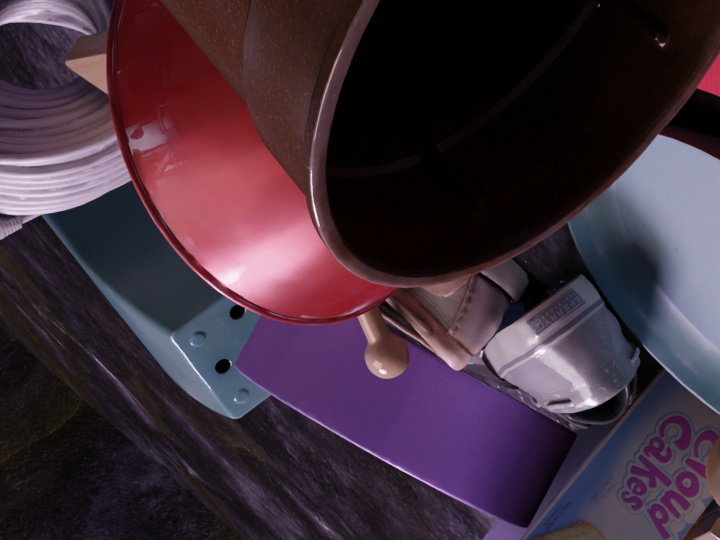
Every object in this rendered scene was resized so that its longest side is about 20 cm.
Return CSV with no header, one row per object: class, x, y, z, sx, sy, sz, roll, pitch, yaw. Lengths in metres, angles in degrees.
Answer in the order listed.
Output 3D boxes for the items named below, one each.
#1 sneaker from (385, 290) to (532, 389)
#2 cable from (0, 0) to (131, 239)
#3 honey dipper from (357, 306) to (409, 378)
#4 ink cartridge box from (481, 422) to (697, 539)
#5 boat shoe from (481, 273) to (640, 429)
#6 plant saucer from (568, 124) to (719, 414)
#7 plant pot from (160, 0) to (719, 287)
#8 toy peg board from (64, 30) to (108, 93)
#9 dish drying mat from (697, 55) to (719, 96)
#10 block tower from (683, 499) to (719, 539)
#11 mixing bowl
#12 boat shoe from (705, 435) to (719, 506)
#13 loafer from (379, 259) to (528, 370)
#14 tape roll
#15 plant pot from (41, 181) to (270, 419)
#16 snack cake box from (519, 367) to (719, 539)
sneaker,0.029,0.011,1.071,0.200,0.073,0.082,37,168,31
cable,-0.201,-0.132,1.053,0.069,0.199,0.200,95,150,-64
honey dipper,-0.022,-0.036,0.819,0.038,0.038,0.200,13,129,62
ink cartridge box,0.179,0.222,1.095,0.146,0.147,0.200,33,161,36
boat shoe,0.111,0.053,0.904,0.072,0.070,0.201,56,-179,8
plant saucer,0.174,0.009,0.767,0.200,0.027,0.200,42,161,19
plant pot,0.004,-0.134,0.579,0.198,0.200,0.200,45,167,29
toy peg board,-0.031,-0.103,0.939,0.199,0.098,0.200,34,169,-24
dish drying mat,0.132,-0.095,0.647,0.200,0.018,0.077,27,156,45
block tower,0.272,0.183,0.904,0.200,0.054,0.058,37,161,4
mixing bowl,0.001,-0.084,0.736,0.108,0.200,0.200,-17,120,46
boat shoe,0.265,0.139,0.844,0.200,0.073,0.063,35,-154,19
loafer,0.000,0.000,0.898,0.072,0.063,0.200,37,167,-39
tape roll,0.027,0.077,1.015,0.200,0.066,0.200,28,179,1
plant pot,-0.106,-0.003,1.161,0.141,0.141,0.200,57,174,-38
snack cake box,0.128,0.153,0.945,0.067,0.200,0.115,39,164,11
